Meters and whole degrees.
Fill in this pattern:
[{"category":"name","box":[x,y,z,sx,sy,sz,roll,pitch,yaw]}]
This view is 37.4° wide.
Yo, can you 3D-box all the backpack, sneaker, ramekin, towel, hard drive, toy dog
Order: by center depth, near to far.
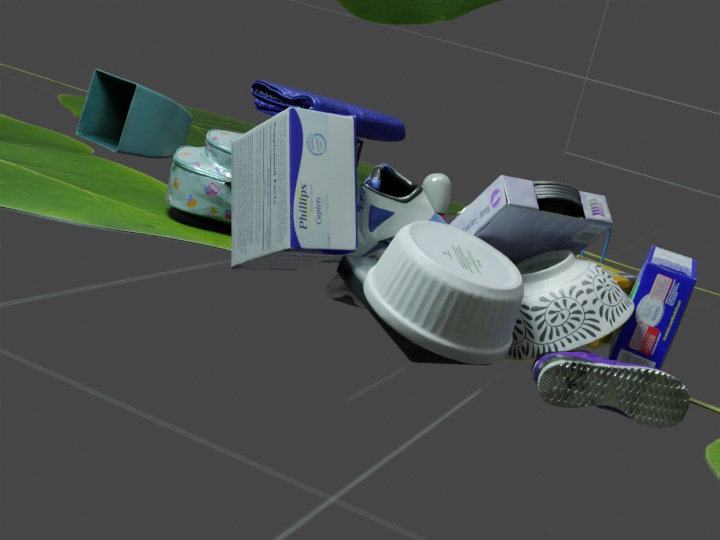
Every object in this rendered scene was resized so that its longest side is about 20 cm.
[{"category":"sneaker","box":[0.300,0.133,1.298,0.197,0.071,0.100,14,10,-9]},{"category":"ramekin","box":[0.110,0.019,1.316,0.200,0.095,0.203,20,23,-9]},{"category":"hard drive","box":[0.072,0.051,1.372,0.138,0.033,0.200,6,29,-37]},{"category":"sneaker","box":[0.019,-0.084,1.443,0.197,0.116,0.081,-8,27,35]},{"category":"sneaker","box":[0.000,0.000,1.506,0.074,0.082,0.200,17,15,4]},{"category":"towel","box":[-0.046,-0.221,1.529,0.198,0.050,0.147,6,14,-45]},{"category":"toy dog","box":[0.090,-0.035,1.583,0.131,0.202,0.096,36,-20,-35]},{"category":"backpack","box":[-0.217,-0.146,1.740,0.197,0.156,0.176,6,19,-8]}]

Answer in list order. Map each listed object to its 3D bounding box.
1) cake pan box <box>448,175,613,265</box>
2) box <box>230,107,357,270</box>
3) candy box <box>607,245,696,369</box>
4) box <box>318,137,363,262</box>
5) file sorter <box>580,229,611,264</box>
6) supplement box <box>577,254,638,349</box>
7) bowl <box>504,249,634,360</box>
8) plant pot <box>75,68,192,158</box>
[{"category":"cake pan box","box":[0.214,-0.047,1.437,0.182,0.200,0.053,5,59,-28]},{"category":"box","box":[-0.093,-0.103,1.439,0.104,0.187,0.199,3,-8,-29]},{"category":"candy box","box":[0.411,0.063,1.504,0.076,0.171,0.200,22,13,14]},{"category":"box","box":[-0.088,-0.119,1.640,0.140,0.203,0.078,2,17,-46]},{"category":"file sorter","box":[0.380,-0.061,2.125,0.199,0.124,0.138,25,17,38]},{"category":"supplement box","box":[0.322,0.033,1.671,0.198,0.111,0.108,24,15,34]},{"category":"bowl","box":[0.253,0.032,1.408,0.198,0.095,0.201,-19,13,4]},{"category":"plant pot","box":[-0.457,-0.314,2.219,0.140,0.143,0.199,23,8,34]}]
